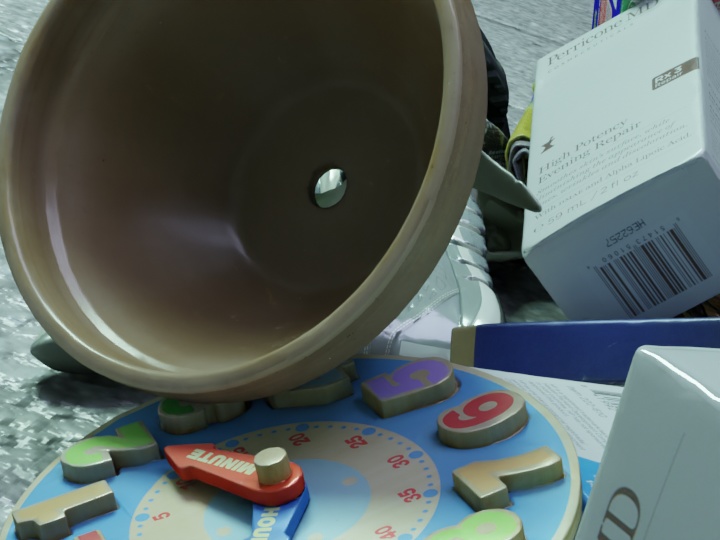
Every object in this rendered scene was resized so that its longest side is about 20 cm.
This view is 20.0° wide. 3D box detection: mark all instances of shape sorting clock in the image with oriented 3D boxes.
[{"bbox_3d":[-0.025,0.078,0.681,0.198,0.039,0.200,-11,28,6],"label":"shape sorting clock"}]

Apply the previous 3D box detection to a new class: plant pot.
[{"bbox_3d":[-0.032,-0.043,0.766,0.200,0.202,0.093,29,-1,33],"label":"plant pot"}]

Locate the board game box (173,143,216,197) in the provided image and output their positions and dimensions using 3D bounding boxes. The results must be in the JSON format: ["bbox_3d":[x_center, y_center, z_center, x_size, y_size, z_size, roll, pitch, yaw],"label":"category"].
[{"bbox_3d":[-0.077,-0.047,0.937,0.095,0.030,0.200,-24,4,-26],"label":"board game box"}]

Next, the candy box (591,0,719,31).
[{"bbox_3d":[0.231,-0.126,1.121,0.198,0.170,0.077,-3,41,-3],"label":"candy box"}]

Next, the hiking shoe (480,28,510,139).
[{"bbox_3d":[0.044,-0.109,1.186,0.075,0.200,0.101,-20,62,2],"label":"hiking shoe"}]

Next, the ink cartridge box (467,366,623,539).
[{"bbox_3d":[0.140,0.111,0.758,0.199,0.085,0.145,7,20,-25],"label":"ink cartridge box"}]

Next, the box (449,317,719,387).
[{"bbox_3d":[0.152,0.044,0.860,0.199,0.033,0.121,-1,-11,31],"label":"box"}]

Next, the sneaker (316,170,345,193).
[{"bbox_3d":[-0.023,-0.056,1.161,0.086,0.078,0.200,-18,29,14],"label":"sneaker"}]

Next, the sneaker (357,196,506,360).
[{"bbox_3d":[0.000,0.000,0.984,0.115,0.076,0.200,11,19,-11],"label":"sneaker"}]

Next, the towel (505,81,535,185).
[{"bbox_3d":[0.125,-0.032,1.143,0.144,0.023,0.200,60,16,-10],"label":"towel"}]

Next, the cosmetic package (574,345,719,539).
[{"bbox_3d":[0.171,0.139,0.568,0.165,0.168,0.200,4,21,-35],"label":"cosmetic package"}]

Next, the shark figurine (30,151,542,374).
[{"bbox_3d":[-0.027,0.009,0.885,0.090,0.213,0.128,63,1,8],"label":"shark figurine"}]

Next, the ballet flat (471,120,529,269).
[{"bbox_3d":[0.057,-0.046,1.118,0.072,0.072,0.200,30,0,35],"label":"ballet flat"}]

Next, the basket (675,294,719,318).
[{"bbox_3d":[0.237,0.019,1.090,0.148,0.144,0.199,-15,-16,42],"label":"basket"}]

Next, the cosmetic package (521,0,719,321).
[{"bbox_3d":[0.139,-0.057,0.990,0.074,0.101,0.200,52,23,-24],"label":"cosmetic package"}]
